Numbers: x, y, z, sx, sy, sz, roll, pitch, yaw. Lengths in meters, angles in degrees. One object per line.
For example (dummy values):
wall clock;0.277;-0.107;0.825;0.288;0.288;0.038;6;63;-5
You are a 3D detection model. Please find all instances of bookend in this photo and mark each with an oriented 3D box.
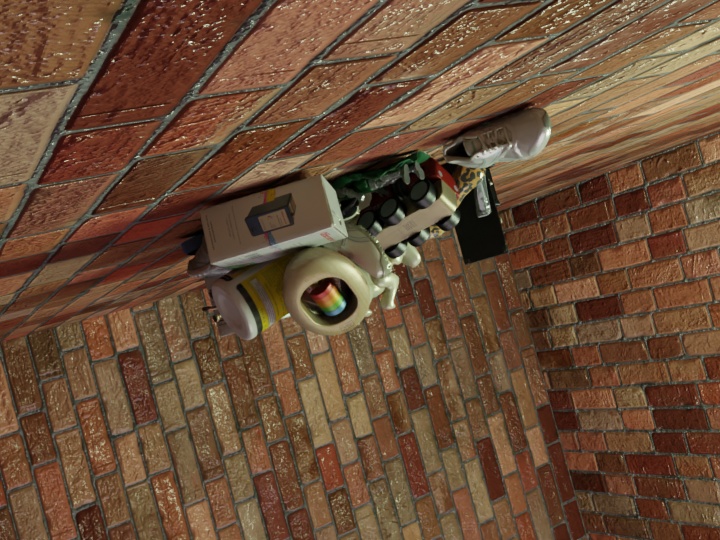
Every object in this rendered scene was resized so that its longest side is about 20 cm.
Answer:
bookend;0.246;-0.124;1.790;0.091;0.203;0.198;-16;178;17

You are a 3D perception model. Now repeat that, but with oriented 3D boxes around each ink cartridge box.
ink cartridge box;-0.130;-0.070;1.356;0.197;0.089;0.145;-14;174;7

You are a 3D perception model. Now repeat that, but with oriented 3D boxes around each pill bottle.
pill bottle;-0.142;0.018;1.481;0.199;0.115;0.114;-34;-173;-25

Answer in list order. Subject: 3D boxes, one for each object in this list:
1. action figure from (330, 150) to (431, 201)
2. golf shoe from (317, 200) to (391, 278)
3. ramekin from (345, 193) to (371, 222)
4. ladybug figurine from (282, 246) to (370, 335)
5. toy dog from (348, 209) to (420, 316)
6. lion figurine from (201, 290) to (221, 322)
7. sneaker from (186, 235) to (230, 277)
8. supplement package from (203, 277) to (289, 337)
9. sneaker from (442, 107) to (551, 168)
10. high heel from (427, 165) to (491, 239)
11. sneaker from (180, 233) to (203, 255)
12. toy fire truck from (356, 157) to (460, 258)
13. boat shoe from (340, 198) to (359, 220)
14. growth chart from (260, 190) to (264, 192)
action figure;0.013;-0.145;1.458;0.198;0.056;0.117;-12;-175;44
golf shoe;-0.041;-0.045;1.456;0.097;0.200;0.078;-42;169;-24
ramekin;0.047;-0.120;1.766;0.197;0.099;0.200;-17;179;0
ladybug figurine;-0.058;0.030;1.417;0.134;0.072;0.201;-29;138;2
toy dog;0.000;0.000;1.609;0.138;0.195;0.201;-3;-141;34
lion figurine;-0.210;0.026;1.639;0.199;0.073;0.122;-21;-170;47
sneaker;-0.260;-0.035;1.593;0.074;0.083;0.199;-2;171;-34
supplement package;-0.214;0.013;1.862;0.146;0.203;0.190;-17;179;42
sneaker;0.206;-0.194;1.337;0.079;0.072;0.199;-11;176;-37
high heel;0.143;-0.141;1.636;0.197;0.144;0.072;-20;-143;-2
sneaker;-0.248;-0.045;1.702;0.198;0.079;0.070;-15;180;-30
toy fire truck;0.089;-0.140;1.545;0.175;0.202;0.128;-28;135;30
boat shoe;-0.094;-0.100;1.554;0.198;0.073;0.068;-23;173;-9
growth chart;-0.174;-0.105;1.469;0.143;0.018;0.200;-16;179;22
